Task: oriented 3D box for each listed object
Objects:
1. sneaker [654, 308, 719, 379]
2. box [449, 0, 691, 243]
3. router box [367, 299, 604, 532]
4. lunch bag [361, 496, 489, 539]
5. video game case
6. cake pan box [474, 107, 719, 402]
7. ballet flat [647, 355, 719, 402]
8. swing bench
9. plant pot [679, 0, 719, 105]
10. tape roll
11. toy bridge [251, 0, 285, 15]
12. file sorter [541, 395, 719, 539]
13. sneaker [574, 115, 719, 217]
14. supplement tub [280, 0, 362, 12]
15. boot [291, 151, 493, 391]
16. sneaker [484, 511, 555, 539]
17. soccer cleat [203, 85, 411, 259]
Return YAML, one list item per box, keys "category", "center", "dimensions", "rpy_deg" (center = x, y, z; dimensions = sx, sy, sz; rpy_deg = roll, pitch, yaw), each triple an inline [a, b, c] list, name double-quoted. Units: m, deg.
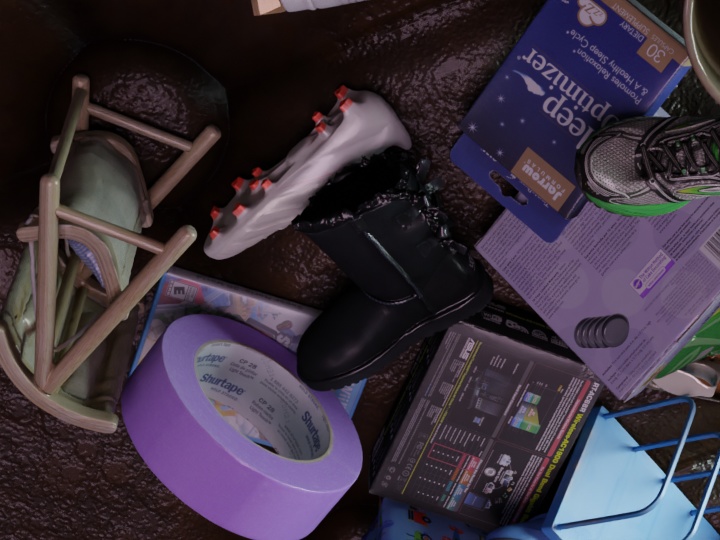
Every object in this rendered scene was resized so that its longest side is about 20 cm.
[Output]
- category: "sneaker"
  center: [0.325, 0.045, 1.605]
  dimensions: [0.200, 0.074, 0.084]
  rpy_deg: [-26, 95, -2]
- category: "box"
  center: [0.162, -0.129, 1.526]
  dimensions: [0.121, 0.032, 0.200]
  rpy_deg: [41, 114, 15]
- category: "router box"
  center: [0.111, 0.127, 1.688]
  dimensions: [0.149, 0.062, 0.200]
  rpy_deg: [20, 117, -9]
- category: "lunch bag"
  center: [0.105, 0.279, 1.722]
  dimensions: [0.199, 0.151, 0.094]
  rpy_deg: [13, 119, -6]
- category: "video game case"
  center: [-0.096, 0.085, 1.692]
  dimensions: [0.199, 0.018, 0.143]
  rpy_deg: [17, 117, -9]
- category: "cake pan box"
  center: [0.217, -0.028, 1.555]
  dimensions: [0.184, 0.052, 0.200]
  rpy_deg: [45, 114, 16]
- category: "ballet flat"
  center: [0.316, 0.094, 1.667]
  dimensions: [0.199, 0.064, 0.068]
  rpy_deg: [12, 119, -6]
- category: "swing bench"
  center: [-0.212, -0.014, 1.535]
  dimensions: [0.129, 0.199, 0.200]
  rpy_deg: [21, 117, -10]
- category: "plant pot"
  center: [0.327, -0.224, 1.427]
  dimensions: [0.199, 0.174, 0.201]
  rpy_deg: [0, 119, 0]
- category: "tape roll"
  center: [-0.097, 0.129, 1.592]
  dimensions: [0.200, 0.200, 0.066]
  rpy_deg: [32, 116, -16]
- category: "toy bridge"
  center: [-0.088, -0.297, 1.451]
  dimensions: [0.027, 0.067, 0.200]
  rpy_deg: [-10, 117, 6]
- category: "file sorter"
  center: [0.281, 0.225, 1.671]
  dimensions: [0.123, 0.139, 0.200]
  rpy_deg: [-17, 125, 45]
- category: "sneaker"
  center: [0.258, -0.090, 1.446]
  dimensions: [0.199, 0.085, 0.078]
  rpy_deg: [-8, 82, -6]
- category: "supplement tub"
  center: [0.030, -0.272, 1.428]
  dimensions: [0.199, 0.132, 0.132]
  rpy_deg: [-11, 118, 5]
- category: "boot"
  center: [0.000, 0.001, 1.574]
  dimensions: [0.198, 0.073, 0.163]
  rpy_deg: [-28, 131, 14]
- category: "sneaker"
  center: [0.178, 0.232, 1.705]
  dimensions: [0.200, 0.079, 0.066]
  rpy_deg: [12, 156, -40]
- category: "soccer cleat"
  center: [-0.046, -0.066, 1.582]
  dimensions: [0.200, 0.069, 0.078]
  rpy_deg: [-41, 114, 17]
